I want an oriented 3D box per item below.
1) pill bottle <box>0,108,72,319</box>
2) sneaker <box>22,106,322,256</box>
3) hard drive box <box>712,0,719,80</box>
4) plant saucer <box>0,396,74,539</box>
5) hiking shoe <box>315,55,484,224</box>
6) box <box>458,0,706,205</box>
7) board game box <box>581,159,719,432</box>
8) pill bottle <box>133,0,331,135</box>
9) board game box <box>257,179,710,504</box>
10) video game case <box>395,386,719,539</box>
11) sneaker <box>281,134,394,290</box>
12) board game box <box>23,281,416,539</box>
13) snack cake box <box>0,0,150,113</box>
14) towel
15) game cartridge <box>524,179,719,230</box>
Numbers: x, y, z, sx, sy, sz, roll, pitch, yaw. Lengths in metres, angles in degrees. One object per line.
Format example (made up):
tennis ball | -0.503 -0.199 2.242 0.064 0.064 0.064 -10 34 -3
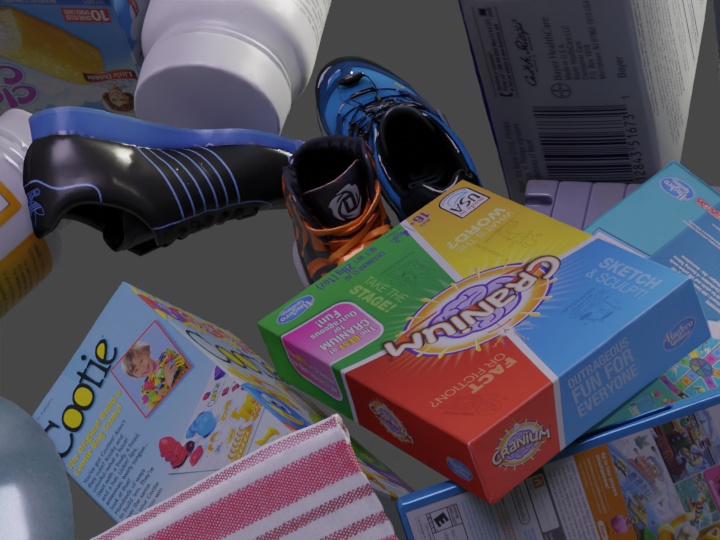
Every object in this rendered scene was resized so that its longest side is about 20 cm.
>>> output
pill bottle | -0.258 -0.007 1.510 0.109 0.109 0.200 29 61 33
sneaker | -0.109 -0.046 1.507 0.200 0.070 0.078 6 75 -22
hard drive box | 0.273 -0.179 1.462 0.077 0.200 0.156 17 56 27
plant saucer | -0.245 0.157 1.349 0.201 0.039 0.201 -13 65 30
hiking shoe | 0.029 -0.081 1.514 0.074 0.087 0.200 -26 48 -12
box | 0.138 -0.171 1.502 0.105 0.184 0.200 1 49 18
board game box | 0.151 0.046 1.353 0.200 0.047 0.151 -36 53 -17
pill bottle | -0.077 -0.171 1.604 0.113 0.113 0.200 0 50 15
board game box | 0.061 0.031 1.304 0.153 0.040 0.200 -35 33 -21
video game case | 0.133 0.150 1.259 0.200 0.143 0.018 -19 10 -2
sneaker | 0.000 0.000 1.433 0.077 0.112 0.200 -28 48 -10
board game box | -0.069 0.110 1.337 0.200 0.103 0.105 39 97 37
snack cake box | -0.231 -0.166 1.640 0.200 0.115 0.067 2 50 17
towel | -0.031 0.188 1.232 0.146 0.200 0.030 -27 6 1
game cartridge | 0.142 0.033 1.422 0.129 0.038 0.200 6 52 14
